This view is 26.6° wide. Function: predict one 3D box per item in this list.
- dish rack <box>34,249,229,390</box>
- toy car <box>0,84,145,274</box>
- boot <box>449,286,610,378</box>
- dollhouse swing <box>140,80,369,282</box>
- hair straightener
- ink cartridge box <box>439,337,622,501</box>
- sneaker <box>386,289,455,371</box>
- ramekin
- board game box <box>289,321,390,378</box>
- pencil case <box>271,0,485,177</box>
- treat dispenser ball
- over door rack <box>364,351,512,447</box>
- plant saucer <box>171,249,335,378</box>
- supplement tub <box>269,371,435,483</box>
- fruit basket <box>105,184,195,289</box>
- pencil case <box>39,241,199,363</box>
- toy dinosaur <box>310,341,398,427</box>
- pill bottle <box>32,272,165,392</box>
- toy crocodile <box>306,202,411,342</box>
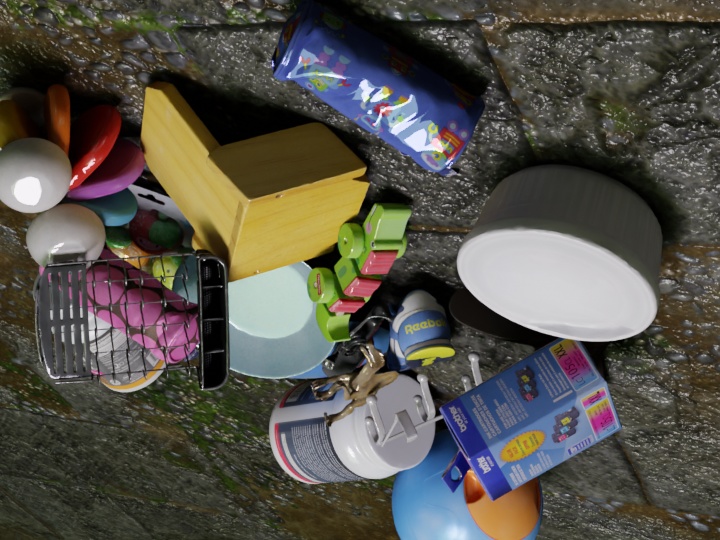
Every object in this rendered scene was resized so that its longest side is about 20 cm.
[{"bbox_3d":[-0.241,0.054,1.604,0.200,0.154,0.055,-4,-160,-13],"label":"dish rack"},{"bbox_3d":[-0.308,-0.110,1.630,0.150,0.175,0.200,-23,128,-2],"label":"toy car"},{"bbox_3d":[0.194,0.093,1.737,0.186,0.064,0.200,13,157,11],"label":"boot"},{"bbox_3d":[-0.115,-0.114,1.599,0.182,0.176,0.200,-17,159,-18],"label":"dollhouse swing"},{"bbox_3d":[-0.007,0.094,1.785,0.041,0.077,0.200,44,152,1],"label":"hair straightener"},{"bbox_3d":[0.172,0.167,1.643,0.200,0.076,0.136,-29,147,2],"label":"ink cartridge box"},{"bbox_3d":[0.067,0.072,1.781,0.074,0.082,0.200,-14,172,-10],"label":"sneaker"},{"bbox_3d":[0.200,-0.020,1.480,0.202,0.094,0.202,16,152,9],"label":"ramekin"},{"bbox_3d":[-0.050,0.084,1.904,0.158,0.039,0.200,11,152,-33],"label":"board game box"},{"bbox_3d":[0.013,-0.163,1.363,0.200,0.078,0.087,29,130,-14],"label":"pencil case"},{"bbox_3d":[0.142,0.307,2.012,0.201,0.201,0.201,17,153,9],"label":"treat dispenser ball"},{"bbox_3d":[0.089,0.145,1.754,0.200,0.148,0.067,141,106,-76],"label":"over door rack"},{"bbox_3d":[-0.117,0.036,1.755,0.201,0.039,0.201,9,127,12],"label":"plant saucer"},{"bbox_3d":[-0.012,0.207,2.004,0.140,0.140,0.200,37,150,-29],"label":"supplement tub"},{"bbox_3d":[-0.248,-0.027,1.792,0.185,0.094,0.200,17,150,8],"label":"fruit basket"},{"bbox_3d":[-0.262,0.023,1.721,0.200,0.094,0.091,34,137,14],"label":"pencil case"},{"bbox_3d":[-0.002,0.143,1.796,0.101,0.058,0.200,-21,163,-5],"label":"toy dinosaur"},{"bbox_3d":[-0.339,0.066,2.002,0.116,0.116,0.200,5,149,29],"label":"pill bottle"},{"bbox_3d":[0.000,0.000,1.641,0.067,0.062,0.200,2,139,-33],"label":"toy crocodile"}]
